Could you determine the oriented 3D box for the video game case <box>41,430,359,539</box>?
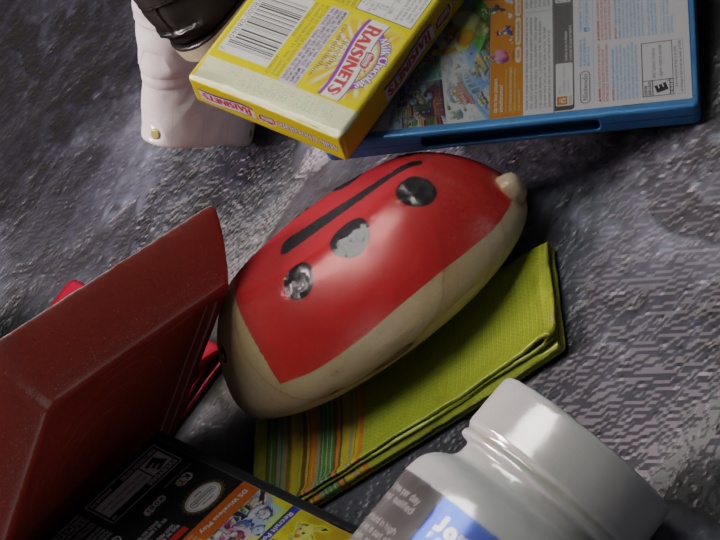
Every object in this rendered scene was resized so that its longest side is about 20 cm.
[{"bbox_3d":[-0.107,0.178,1.346,0.180,0.026,0.200,21,54,42],"label":"video game case"}]

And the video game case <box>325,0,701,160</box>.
[{"bbox_3d":[0.081,-0.129,1.452,0.199,0.018,0.144,-5,54,11],"label":"video game case"}]

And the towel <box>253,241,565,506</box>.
[{"bbox_3d":[0.021,0.060,1.418,0.200,0.018,0.086,-33,35,23],"label":"towel"}]

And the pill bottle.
[{"bbox_3d":[0.039,0.154,1.196,0.200,0.114,0.114,-51,31,-5],"label":"pill bottle"}]

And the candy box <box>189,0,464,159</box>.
[{"bbox_3d":[0.004,-0.154,1.463,0.102,0.026,0.200,24,64,25],"label":"candy box"}]

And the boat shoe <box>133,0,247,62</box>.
[{"bbox_3d":[-0.059,-0.214,1.547,0.074,0.063,0.202,9,58,53],"label":"boat shoe"}]

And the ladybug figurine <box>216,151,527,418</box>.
[{"bbox_3d":[0.000,0.000,1.442,0.200,0.072,0.136,-35,21,14],"label":"ladybug figurine"}]

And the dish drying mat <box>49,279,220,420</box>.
[{"bbox_3d":[-0.151,0.056,1.638,0.077,0.018,0.200,-55,31,-10],"label":"dish drying mat"}]

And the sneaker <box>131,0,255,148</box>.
[{"bbox_3d":[-0.079,-0.142,1.716,0.073,0.116,0.200,17,29,29],"label":"sneaker"}]

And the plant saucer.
[{"bbox_3d":[-0.146,0.084,1.422,0.199,0.037,0.200,-36,-26,-49],"label":"plant saucer"}]
